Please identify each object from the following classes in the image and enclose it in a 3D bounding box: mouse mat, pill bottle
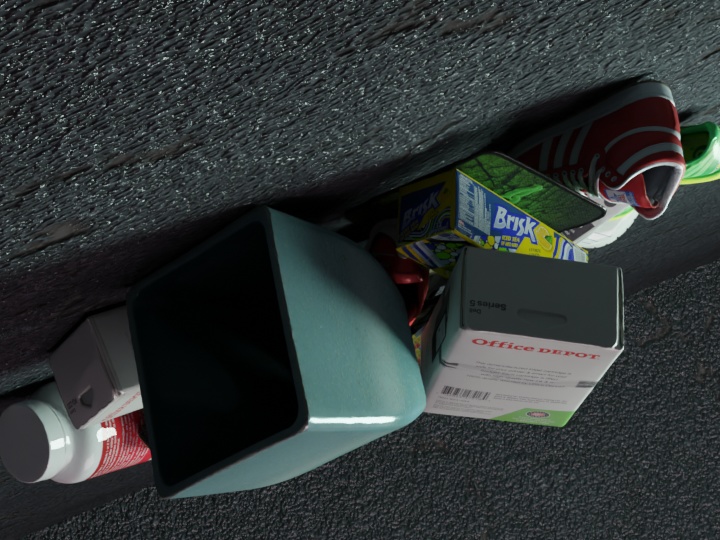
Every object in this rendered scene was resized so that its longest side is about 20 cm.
[{"bbox_3d":[0.103,-0.052,1.570,0.161,0.008,0.200,24,150,-36],"label":"mouse mat"},{"bbox_3d":[-0.290,0.166,1.861,0.112,0.112,0.200,-29,170,37],"label":"pill bottle"}]

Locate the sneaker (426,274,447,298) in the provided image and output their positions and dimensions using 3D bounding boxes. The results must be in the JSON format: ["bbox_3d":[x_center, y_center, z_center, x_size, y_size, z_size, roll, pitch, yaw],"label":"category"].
[{"bbox_3d":[0.048,0.012,1.942,0.088,0.074,0.200,-17,160,-38],"label":"sneaker"}]

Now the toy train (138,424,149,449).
[{"bbox_3d":[-0.169,0.112,1.825,0.056,0.042,0.200,15,112,-51],"label":"toy train"}]

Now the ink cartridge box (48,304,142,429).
[{"bbox_3d":[-0.183,0.073,1.659,0.200,0.085,0.146,-20,171,-31],"label":"ink cartridge box"}]

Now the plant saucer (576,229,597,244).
[{"bbox_3d":[0.167,-0.029,1.836,0.200,0.050,0.200,-29,169,-6],"label":"plant saucer"}]

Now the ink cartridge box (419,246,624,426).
[{"bbox_3d":[0.141,0.064,1.550,0.145,0.084,0.200,7,154,-7],"label":"ink cartridge box"}]

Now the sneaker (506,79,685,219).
[{"bbox_3d":[0.206,-0.081,1.568,0.200,0.113,0.071,-32,139,28],"label":"sneaker"}]

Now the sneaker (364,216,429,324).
[{"bbox_3d":[0.027,0.024,1.629,0.077,0.085,0.200,3,153,-2],"label":"sneaker"}]

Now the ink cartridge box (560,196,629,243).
[{"bbox_3d":[0.211,-0.074,1.661,0.200,0.039,0.100,-36,-155,24],"label":"ink cartridge box"}]

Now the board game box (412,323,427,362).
[{"bbox_3d":[0.133,0.062,1.837,0.165,0.057,0.200,-41,166,15],"label":"board game box"}]

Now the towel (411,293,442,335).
[{"bbox_3d":[0.070,0.099,1.945,0.192,0.035,0.200,-21,146,-52],"label":"towel"}]

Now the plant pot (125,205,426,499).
[{"bbox_3d":[-0.056,0.082,1.497,0.200,0.196,0.196,10,150,-44],"label":"plant pot"}]

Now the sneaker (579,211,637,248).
[{"bbox_3d":[0.239,-0.056,2.019,0.200,0.075,0.087,-25,167,9],"label":"sneaker"}]

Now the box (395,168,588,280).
[{"bbox_3d":[0.122,-0.018,1.555,0.070,0.064,0.200,-18,146,39],"label":"box"}]

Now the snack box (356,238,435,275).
[{"bbox_3d":[0.000,0.000,1.746,0.200,0.037,0.116,-18,169,15],"label":"snack box"}]

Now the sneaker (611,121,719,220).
[{"bbox_3d":[0.309,-0.117,1.872,0.200,0.074,0.084,-22,147,19],"label":"sneaker"}]
